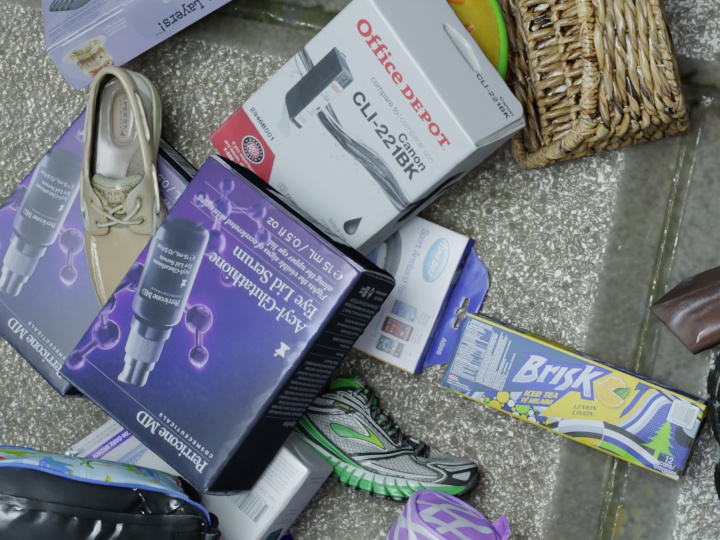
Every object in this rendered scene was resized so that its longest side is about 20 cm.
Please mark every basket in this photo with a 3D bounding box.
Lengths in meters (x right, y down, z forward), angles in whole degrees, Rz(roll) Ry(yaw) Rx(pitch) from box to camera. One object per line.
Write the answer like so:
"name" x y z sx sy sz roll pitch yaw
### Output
"basket" 0.162 -0.190 1.589 0.148 0.143 0.202 -11 84 10

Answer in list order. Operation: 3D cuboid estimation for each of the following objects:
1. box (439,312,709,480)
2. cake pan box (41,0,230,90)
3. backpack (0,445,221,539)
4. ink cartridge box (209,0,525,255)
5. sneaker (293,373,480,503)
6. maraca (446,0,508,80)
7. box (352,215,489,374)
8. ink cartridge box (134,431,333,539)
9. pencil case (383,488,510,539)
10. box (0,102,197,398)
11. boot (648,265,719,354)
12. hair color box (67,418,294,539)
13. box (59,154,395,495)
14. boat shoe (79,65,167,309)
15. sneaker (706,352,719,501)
"box" 0.168 0.096 1.608 0.199 0.070 0.065 22 93 12
"cake pan box" -0.165 -0.253 1.655 0.199 0.052 0.185 -30 38 8
"backpack" -0.224 0.218 1.496 0.199 0.147 0.184 15 92 -17
"ink cartridge box" 0.004 -0.107 1.562 0.200 0.084 0.145 -39 84 36
"sneaker" 0.002 0.130 1.639 0.199 0.078 0.086 19 90 13
"maraca" 0.047 -0.195 1.634 0.136 0.107 0.201 -24 74 23
"box" 0.000 0.000 1.666 0.199 0.041 0.120 23 92 15
"ink cartridge box" -0.130 0.195 1.603 0.116 0.067 0.200 40 98 14
"pencil case" 0.034 0.264 1.594 0.085 0.084 0.201 19 116 -19
"box" -0.212 -0.017 1.680 0.148 0.104 0.200 42 95 11
"boot" 0.318 0.026 1.532 0.199 0.187 0.065 -19 106 7
"hair color box" -0.136 0.197 1.672 0.109 0.065 0.201 -35 82 9
"box" -0.096 0.042 1.509 0.148 0.104 0.201 36 94 15
"boat shoe" -0.185 -0.056 1.589 0.072 0.065 0.202 -1 87 11
"sneaker" 0.313 0.121 1.547 0.088 0.201 0.077 -17 39 -10
